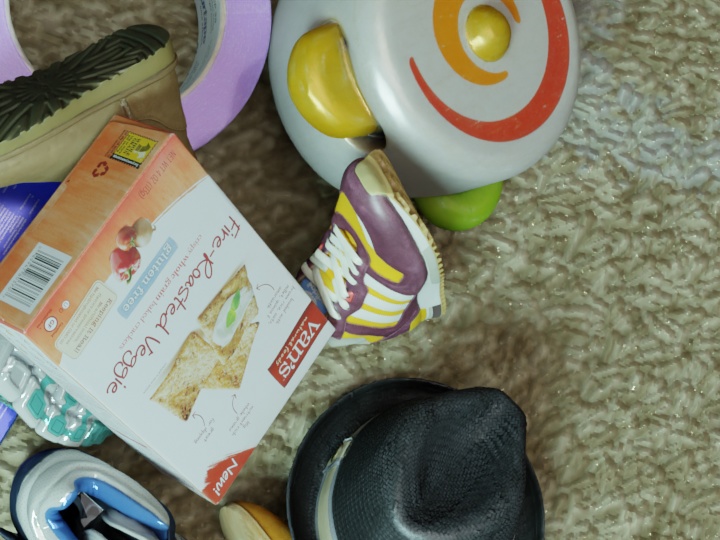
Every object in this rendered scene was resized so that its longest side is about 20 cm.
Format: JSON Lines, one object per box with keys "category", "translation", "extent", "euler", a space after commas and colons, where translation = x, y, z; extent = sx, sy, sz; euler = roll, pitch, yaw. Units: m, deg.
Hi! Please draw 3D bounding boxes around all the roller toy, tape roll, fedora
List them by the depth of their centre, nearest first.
{"category": "tape roll", "translation": [-0.160, -0.162, 0.910], "extent": [0.198, 0.066, 0.202], "euler": [0, 89, -20]}
{"category": "fedora", "translation": [0.052, 0.138, 0.919], "extent": [0.199, 0.092, 0.202], "euler": [13, 53, -18]}
{"category": "roller toy", "translation": [0.044, -0.141, 0.924], "extent": [0.199, 0.139, 0.184], "euler": [26, 70, -30]}

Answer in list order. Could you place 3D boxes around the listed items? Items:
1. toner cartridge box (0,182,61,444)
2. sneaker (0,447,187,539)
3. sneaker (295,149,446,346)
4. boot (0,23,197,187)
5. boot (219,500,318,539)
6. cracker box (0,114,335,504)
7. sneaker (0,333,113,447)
{"category": "toner cartridge box", "translation": [-0.233, 0.033, 0.887], "extent": [0.095, 0.043, 0.201], "euler": [34, 77, -17]}
{"category": "sneaker", "translation": [-0.131, 0.187, 0.863], "extent": [0.081, 0.146, 0.200], "euler": [-46, 103, -15]}
{"category": "sneaker", "translation": [0.000, 0.000, 0.897], "extent": [0.089, 0.200, 0.075], "euler": [-26, 64, -3]}
{"category": "boot", "translation": [-0.153, -0.021, 0.845], "extent": [0.174, 0.066, 0.201], "euler": [-28, 127, -23]}
{"category": "boot", "translation": [0.014, 0.190, 0.968], "extent": [0.201, 0.071, 0.144], "euler": [47, 62, -5]}
{"category": "cracker box", "translation": [-0.110, 0.027, 0.824], "extent": [0.134, 0.057, 0.200], "euler": [-56, 139, -17]}
{"category": "sneaker", "translation": [-0.214, 0.036, 0.830], "extent": [0.200, 0.091, 0.078], "euler": [39, 77, -43]}
